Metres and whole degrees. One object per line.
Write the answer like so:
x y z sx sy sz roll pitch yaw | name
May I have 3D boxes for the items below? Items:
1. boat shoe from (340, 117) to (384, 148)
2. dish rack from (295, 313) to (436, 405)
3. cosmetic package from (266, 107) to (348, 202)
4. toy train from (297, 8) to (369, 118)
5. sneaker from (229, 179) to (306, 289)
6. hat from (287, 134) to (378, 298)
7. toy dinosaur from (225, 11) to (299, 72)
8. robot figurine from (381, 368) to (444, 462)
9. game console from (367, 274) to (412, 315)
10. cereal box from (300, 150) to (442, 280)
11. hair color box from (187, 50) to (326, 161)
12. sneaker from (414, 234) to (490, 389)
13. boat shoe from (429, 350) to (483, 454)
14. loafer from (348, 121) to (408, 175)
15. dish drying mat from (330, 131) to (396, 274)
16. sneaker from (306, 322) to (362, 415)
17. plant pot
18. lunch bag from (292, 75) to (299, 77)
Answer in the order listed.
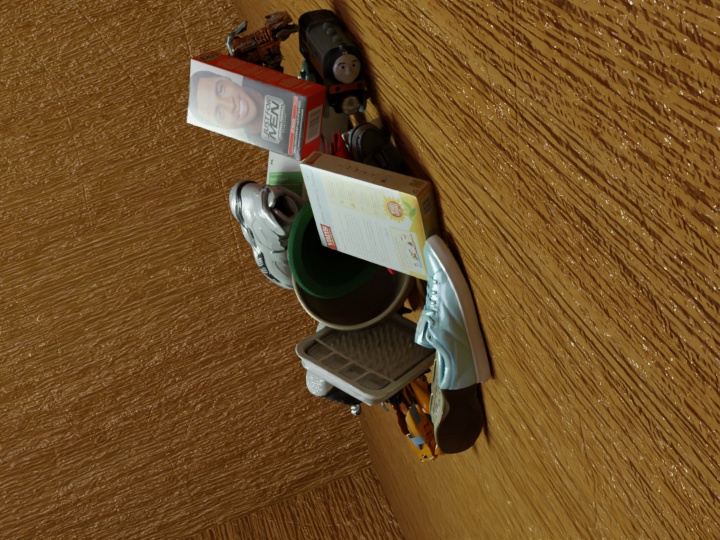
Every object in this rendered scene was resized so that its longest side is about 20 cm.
0.009 -0.181 1.706 0.200 0.068 0.057 -115 0 -89 | boat shoe
0.017 0.130 1.747 0.170 0.199 0.044 25 127 30 | dish rack
-0.084 -0.198 1.864 0.107 0.084 0.204 1 88 47 | cosmetic package
-0.043 -0.306 1.719 0.201 0.084 0.115 -118 20 -55 | toy train
-0.121 -0.053 1.818 0.114 0.075 0.202 2 127 52 | sneaker
-0.065 -0.072 1.746 0.175 0.199 0.167 26 145 52 | hat
-0.165 -0.300 1.762 0.135 0.199 0.103 41 -146 -29 | toy dinosaur
0.089 0.192 1.851 0.145 0.058 0.202 -42 -70 -53 | robot figurine
-0.006 0.001 1.946 0.117 0.197 0.178 -58 -19 -53 | game console
0.017 -0.073 1.552 0.198 0.040 0.145 20 140 34 | cereal box
-0.152 -0.239 1.680 0.061 0.198 0.103 -37 -39 -54 | hair color box
0.103 0.059 1.480 0.074 0.081 0.203 -155 46 -80 | sneaker
0.135 0.179 1.655 0.063 0.072 0.202 -107 13 -49 | boat shoe
0.047 -0.112 1.605 0.063 0.071 0.202 23 141 57 | loafer
0.004 -0.093 1.637 0.077 0.018 0.202 -93 -20 -61 | dish drying mat
-0.015 0.134 1.854 0.113 0.075 0.202 39 -133 -27 | sneaker
0.000 0.000 1.787 0.203 0.199 0.093 68 -168 21 | plant pot
-0.078 -0.225 2.059 0.171 0.120 0.202 81 167 -62 | lunch bag
